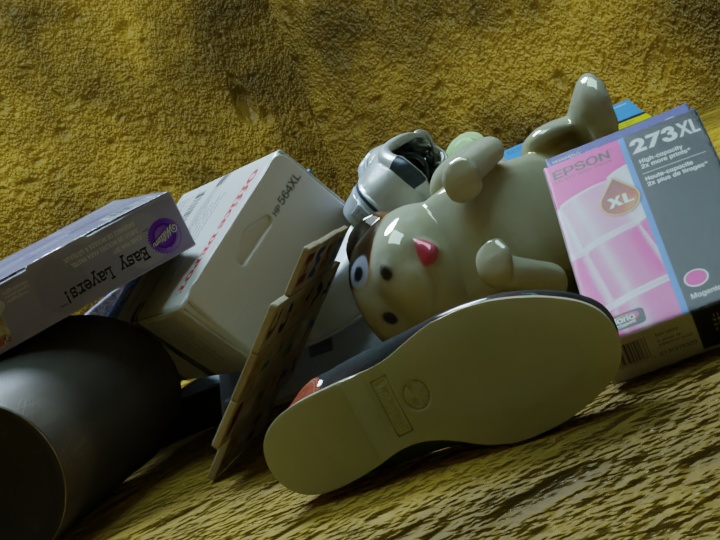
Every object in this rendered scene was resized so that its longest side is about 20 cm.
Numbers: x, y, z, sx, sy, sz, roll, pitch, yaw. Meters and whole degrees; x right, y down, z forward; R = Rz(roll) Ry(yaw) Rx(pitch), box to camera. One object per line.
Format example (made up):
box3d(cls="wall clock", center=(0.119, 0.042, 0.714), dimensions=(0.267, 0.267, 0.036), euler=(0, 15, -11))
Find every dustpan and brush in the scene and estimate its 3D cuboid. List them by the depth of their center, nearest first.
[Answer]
box3d(cls="dustpan and brush", center=(0.000, 0.000, 1.108), dimensions=(0.199, 0.057, 0.140), euler=(-25, 35, 28))

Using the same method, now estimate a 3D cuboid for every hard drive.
box3d(cls="hard drive", center=(-0.090, 0.093, 1.241), dimensions=(0.138, 0.033, 0.200), euler=(-21, 3, 20))

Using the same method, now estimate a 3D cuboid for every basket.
box3d(cls="basket", center=(-0.231, 0.120, 0.942), dimensions=(0.178, 0.137, 0.200), euler=(-17, 8, 8))

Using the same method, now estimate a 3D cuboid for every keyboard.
box3d(cls="keyboard", center=(-0.031, 0.069, 1.100), dimensions=(0.198, 0.057, 0.011), euler=(-21, -37, 21))

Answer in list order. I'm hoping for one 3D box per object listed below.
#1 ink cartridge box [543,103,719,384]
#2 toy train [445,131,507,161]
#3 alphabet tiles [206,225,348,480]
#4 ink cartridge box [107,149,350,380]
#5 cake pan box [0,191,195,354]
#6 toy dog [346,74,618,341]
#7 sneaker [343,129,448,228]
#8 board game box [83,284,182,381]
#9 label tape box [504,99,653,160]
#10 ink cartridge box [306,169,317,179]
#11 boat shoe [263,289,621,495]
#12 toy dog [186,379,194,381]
box3d(cls="ink cartridge box", center=(0.157, -0.030, 0.745), dimensions=(0.094, 0.037, 0.201), euler=(-21, 36, 12))
box3d(cls="toy train", center=(0.106, -0.072, 1.101), dimensions=(0.085, 0.116, 0.200), euler=(-45, 42, 7))
box3d(cls="alphabet tiles", center=(-0.054, 0.052, 0.931), dimensions=(0.200, 0.006, 0.168), euler=(-37, -28, -77))
box3d(cls="ink cartridge box", center=(-0.108, 0.003, 1.063), dimensions=(0.147, 0.084, 0.199), euler=(-60, 21, -20))
box3d(cls="cake pan box", center=(-0.234, 0.004, 1.029), dimensions=(0.199, 0.053, 0.184), euler=(-31, 13, -21))
box3d(cls="toy dog", center=(0.086, -0.020, 0.922), dimensions=(0.198, 0.141, 0.194), euler=(-23, -5, -7))
box3d(cls="sneaker", center=(0.040, -0.072, 1.056), dimensions=(0.071, 0.073, 0.200), euler=(-47, 7, 17))
box3d(cls="board game box", center=(-0.234, 0.091, 1.231), dimensions=(0.159, 0.097, 0.200), euler=(-41, 5, -14))
box3d(cls="label tape box", center=(0.219, -0.079, 1.224), dimensions=(0.143, 0.064, 0.200), euler=(-22, 21, -1))
box3d(cls="ink cartridge box", center=(-0.099, 0.001, 1.295), dimensions=(0.199, 0.115, 0.068), euler=(-24, 25, 31))
box3d(cls="boat shoe", center=(0.043, 0.059, 0.690), dimensions=(0.199, 0.072, 0.062), euler=(-25, -1, 25))
box3d(cls="toy dog", center=(-0.112, 0.012, 1.444), dimensions=(0.192, 0.140, 0.201), euler=(16, -56, -29))
